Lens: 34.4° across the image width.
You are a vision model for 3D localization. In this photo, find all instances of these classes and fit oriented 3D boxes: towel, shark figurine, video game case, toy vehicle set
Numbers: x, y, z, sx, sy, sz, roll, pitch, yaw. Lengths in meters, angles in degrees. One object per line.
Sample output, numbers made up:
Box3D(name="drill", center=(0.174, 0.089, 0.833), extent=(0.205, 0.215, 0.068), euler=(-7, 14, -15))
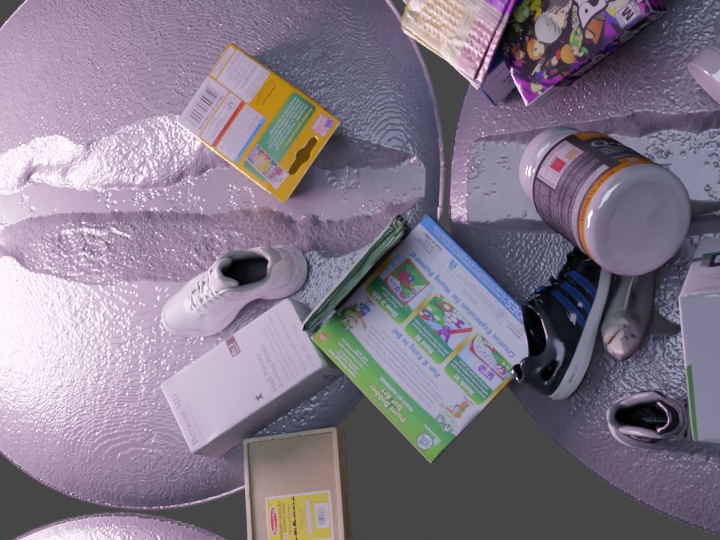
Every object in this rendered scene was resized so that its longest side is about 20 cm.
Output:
Box3D(name="towel", center=(0.000, 0.000, 1.305), extent=(0.023, 0.200, 0.153), euler=(42, 97, -1))
Box3D(name="towel", center=(0.121, -0.317, 1.274), extent=(0.144, 0.023, 0.201), euler=(43, 127, 32))
Box3D(name="shark figurine", center=(0.318, 0.021, 1.250), extent=(0.089, 0.128, 0.216), euler=(29, 72, -1))
Box3D(name="video game case", center=(0.205, -0.306, 1.235), extent=(0.181, 0.036, 0.201), euler=(-34, 74, 42))
Box3D(name="toy vehicle set", center=(-0.072, 0.291, 1.360), extent=(0.123, 0.026, 0.202), euler=(-9, 76, 20))

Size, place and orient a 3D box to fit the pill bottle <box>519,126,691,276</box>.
Box3D(name="pill bottle", center=(0.247, -0.080, 1.217), extent=(0.117, 0.116, 0.200), euler=(-49, 27, 6))

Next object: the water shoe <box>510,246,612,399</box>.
Box3D(name="water shoe", center=(0.215, 0.035, 1.243), extent=(0.078, 0.072, 0.201), euler=(20, 64, -8))

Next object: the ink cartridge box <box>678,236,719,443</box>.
Box3D(name="ink cartridge box", center=(0.364, 0.060, 1.122), extent=(0.084, 0.200, 0.147), euler=(-4, 104, 22))

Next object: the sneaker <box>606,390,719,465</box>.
Box3D(name="sneaker", center=(0.343, 0.158, 1.174), extent=(0.198, 0.115, 0.076), euler=(-1, 78, 22))

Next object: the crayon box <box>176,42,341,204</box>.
Box3D(name="crayon box", center=(-0.121, -0.180, 1.465), extent=(0.200, 0.052, 0.126), euler=(38, 94, 25))

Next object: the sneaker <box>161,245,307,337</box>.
Box3D(name="sneaker", center=(-0.169, 0.016, 1.416), extent=(0.199, 0.099, 0.078), euler=(-28, 70, 14))

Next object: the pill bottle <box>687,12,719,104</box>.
Box3D(name="pill bottle", center=(0.446, -0.262, 1.223), extent=(0.200, 0.111, 0.111), euler=(-46, 67, 7))

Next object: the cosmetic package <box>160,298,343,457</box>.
Box3D(name="cosmetic package", center=(-0.130, 0.130, 1.393), extent=(0.199, 0.074, 0.102), euler=(-35, 68, 10))

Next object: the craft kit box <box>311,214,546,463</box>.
Box3D(name="craft kit box", center=(0.081, 0.077, 1.314), extent=(0.198, 0.049, 0.200), euler=(-45, 79, 4))

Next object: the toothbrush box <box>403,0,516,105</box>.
Box3D(name="toothbrush box", center=(0.143, -0.322, 1.370), extent=(0.146, 0.085, 0.200), euler=(-42, 68, 9))
